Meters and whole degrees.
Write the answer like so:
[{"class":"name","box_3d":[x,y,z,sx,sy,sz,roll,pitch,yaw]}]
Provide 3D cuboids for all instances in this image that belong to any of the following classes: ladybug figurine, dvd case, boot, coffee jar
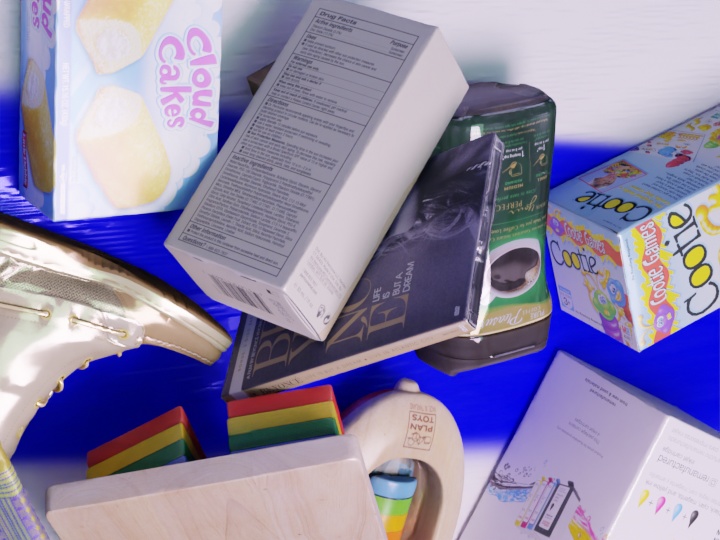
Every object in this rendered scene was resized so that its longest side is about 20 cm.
[{"class":"ladybug figurine","box_3d":[0.006,0.172,1.367,0.135,0.072,0.202,12,101,-34]},{"class":"dvd case","box_3d":[0.000,0.000,1.195,0.016,0.199,0.150,41,45,-35]},{"class":"boot","box_3d":[-0.194,0.063,1.200,0.199,0.073,0.157,24,92,-29]},{"class":"coffee jar","box_3d":[0.086,-0.029,1.337,0.104,0.085,0.202,-12,112,-31]}]

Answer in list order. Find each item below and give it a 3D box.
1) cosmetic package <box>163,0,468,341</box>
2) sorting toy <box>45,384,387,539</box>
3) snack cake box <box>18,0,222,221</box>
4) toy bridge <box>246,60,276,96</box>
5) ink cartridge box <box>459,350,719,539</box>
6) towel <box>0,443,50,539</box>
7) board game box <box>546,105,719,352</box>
[{"class":"cosmetic package","box_3d":[-0.026,-0.068,1.187,0.201,0.103,0.073,-58,147,-17]},{"class":"sorting toy","box_3d":[-0.089,0.153,1.233,0.197,0.070,0.201,-10,149,3]},{"class":"snack cake box","box_3d":[-0.149,-0.139,1.163,0.114,0.067,0.202,-7,111,-29]},{"class":"toy bridge","box_3d":[-0.015,-0.060,1.299,0.067,0.027,0.201,-32,120,-20]},{"class":"ink cartridge box","box_3d":[0.196,0.196,1.449,0.147,0.144,0.201,24,94,-36]},{"class":"towel","box_3d":[-0.262,0.139,1.159,0.023,0.142,0.201,-61,138,-48]},{"class":"board game box","box_3d":[0.252,-0.038,1.426,0.199,0.105,0.104,-26,119,-21]}]
